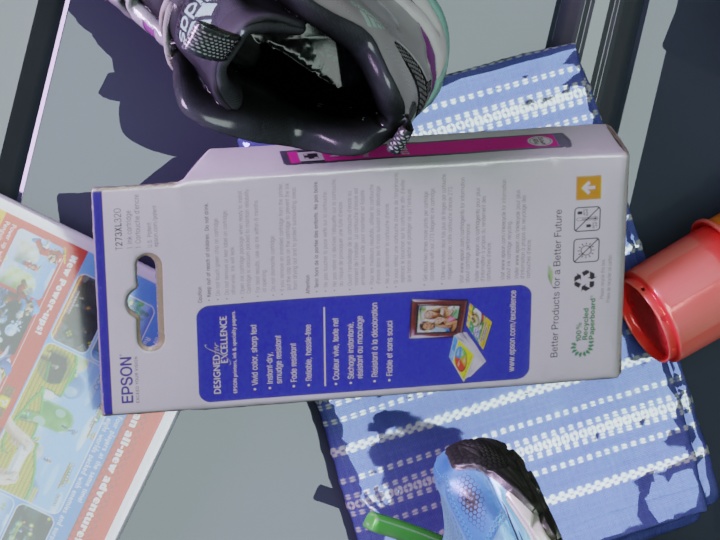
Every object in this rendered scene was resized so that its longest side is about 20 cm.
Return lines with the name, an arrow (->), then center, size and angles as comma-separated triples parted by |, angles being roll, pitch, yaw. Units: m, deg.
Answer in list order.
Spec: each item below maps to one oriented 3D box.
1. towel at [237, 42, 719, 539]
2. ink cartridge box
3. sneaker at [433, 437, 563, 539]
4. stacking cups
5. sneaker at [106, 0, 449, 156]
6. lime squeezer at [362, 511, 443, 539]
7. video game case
towel -> 0.048, 0.024, 1.033 | 0.145, 0.024, 0.200 | -17, 93, -8
ink cartridge box -> 0.000, 0.000, 0.981 | 0.200, 0.037, 0.095 | -5, 116, -10
sneaker -> 0.038, 0.158, 0.960 | 0.090, 0.078, 0.200 | -6, 109, -5
stacking cups -> 0.194, -0.024, 1.029 | 0.200, 0.060, 0.061 | -32, 97, -15
sneaker -> -0.060, -0.104, 0.937 | 0.200, 0.140, 0.078 | 26, 111, -4
lime squeezer -> 0.073, 0.155, 1.024 | 0.071, 0.038, 0.200 | -29, 112, 1
video game case -> -0.169, 0.034, 0.989 | 0.200, 0.017, 0.143 | 26, 85, -10
